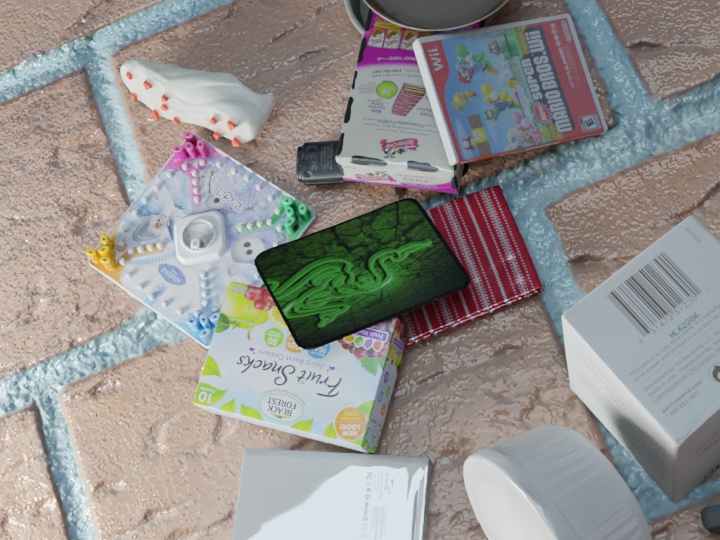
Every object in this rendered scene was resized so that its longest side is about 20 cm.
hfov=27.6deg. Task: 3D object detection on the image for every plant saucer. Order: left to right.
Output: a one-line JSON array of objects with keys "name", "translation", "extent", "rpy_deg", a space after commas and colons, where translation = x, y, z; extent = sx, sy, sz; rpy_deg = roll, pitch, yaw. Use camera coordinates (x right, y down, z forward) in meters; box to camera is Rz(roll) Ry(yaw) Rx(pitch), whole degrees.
[{"name": "plant saucer", "translation": [0.088, -0.341, 1.630], "extent": [0.199, 0.032, 0.201], "rpy_deg": [-3, 64, 6]}]

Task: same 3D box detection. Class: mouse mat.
[{"name": "mouse mat", "translation": [0.000, 0.000, 1.574], "extent": [0.199, 0.008, 0.161], "rpy_deg": [-22, 46, -11]}]

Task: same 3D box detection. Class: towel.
[{"name": "towel", "translation": [0.085, 0.001, 1.607], "extent": [0.199, 0.022, 0.145], "rpy_deg": [-22, 64, 2]}]

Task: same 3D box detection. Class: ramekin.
[{"name": "ramekin", "translation": [0.192, 0.238, 1.389], "extent": [0.094, 0.203, 0.203], "rpy_deg": [-31, 63, -17]}]

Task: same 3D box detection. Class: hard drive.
[{"name": "hard drive", "translation": [-0.030, 0.255, 1.519], "extent": [0.199, 0.026, 0.132], "rpy_deg": [1, 67, 13]}]

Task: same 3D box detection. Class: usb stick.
[{"name": "usb stick", "translation": [0.025, -0.126, 1.671], "extent": [0.199, 0.033, 0.056], "rpy_deg": [-3, 69, 11]}]

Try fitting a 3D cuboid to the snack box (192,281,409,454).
[{"name": "snack box", "translation": [-0.063, 0.102, 1.565], "extent": [0.199, 0.053, 0.143], "rpy_deg": [11, 79, 21]}]

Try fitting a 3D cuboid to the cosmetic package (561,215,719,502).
[{"name": "cosmetic package", "translation": [0.311, 0.089, 1.418], "extent": [0.167, 0.200, 0.166], "rpy_deg": [-38, 65, -6]}]

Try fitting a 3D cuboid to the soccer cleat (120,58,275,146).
[{"name": "soccer cleat", "translation": [-0.194, -0.210, 1.743], "extent": [0.199, 0.069, 0.078], "rpy_deg": [25, 57, 21]}]

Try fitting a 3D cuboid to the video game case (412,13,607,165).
[{"name": "video game case", "translation": [0.166, -0.200, 1.608], "extent": [0.199, 0.017, 0.144], "rpy_deg": [-13, 81, -24]}]

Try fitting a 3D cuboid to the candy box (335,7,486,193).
[{"name": "candy box", "translation": [0.060, -0.193, 1.637], "extent": [0.136, 0.061, 0.201], "rpy_deg": [8, 70, 13]}]

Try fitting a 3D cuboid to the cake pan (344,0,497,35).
[{"name": "cake pan", "translation": [0.080, -0.336, 1.747], "extent": [0.199, 0.037, 0.201], "rpy_deg": [-5, 66, 11]}]

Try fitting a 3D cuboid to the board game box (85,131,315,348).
[{"name": "board game box", "translation": [-0.186, -0.041, 1.684], "extent": [0.200, 0.026, 0.200], "rpy_deg": [33, 77, 23]}]

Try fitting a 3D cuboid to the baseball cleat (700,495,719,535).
[{"name": "baseball cleat", "translation": [0.421, 0.271, 1.387], "extent": [0.199, 0.070, 0.107], "rpy_deg": [4, 67, 15]}]
